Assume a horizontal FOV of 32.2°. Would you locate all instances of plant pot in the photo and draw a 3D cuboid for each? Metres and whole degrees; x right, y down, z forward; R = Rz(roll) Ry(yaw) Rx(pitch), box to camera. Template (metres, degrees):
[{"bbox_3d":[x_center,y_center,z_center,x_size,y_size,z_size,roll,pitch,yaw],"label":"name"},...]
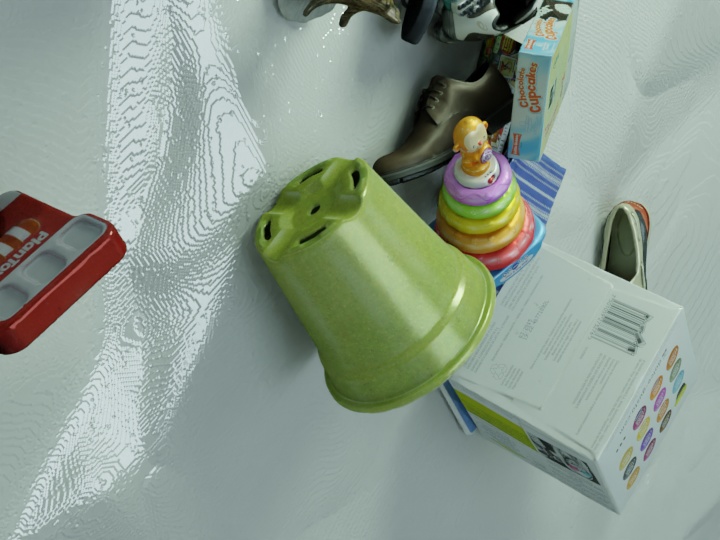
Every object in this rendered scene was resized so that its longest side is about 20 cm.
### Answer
[{"bbox_3d":[0.000,0.000,1.194,0.201,0.199,0.185,-52,123,-20],"label":"plant pot"}]

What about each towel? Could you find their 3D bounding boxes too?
[{"bbox_3d":[0.180,-0.043,1.451,0.144,0.024,0.202,22,87,-56],"label":"towel"}]

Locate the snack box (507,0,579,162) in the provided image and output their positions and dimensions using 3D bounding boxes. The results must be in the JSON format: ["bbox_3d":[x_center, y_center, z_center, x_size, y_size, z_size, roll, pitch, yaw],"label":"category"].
[{"bbox_3d":[0.193,-0.211,1.297,0.201,0.037,0.117,-62,158,-53],"label":"snack box"}]

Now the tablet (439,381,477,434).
[{"bbox_3d":[0.130,0.091,1.480,0.130,0.014,0.201,-51,134,-22],"label":"tablet"}]

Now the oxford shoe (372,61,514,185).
[{"bbox_3d":[0.078,-0.154,1.306,0.199,0.072,0.085,-38,104,-28],"label":"oxford shoe"}]

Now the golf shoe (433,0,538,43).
[{"bbox_3d":[0.164,-0.292,1.318,0.200,0.094,0.078,-42,130,-31],"label":"golf shoe"}]

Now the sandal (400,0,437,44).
[{"bbox_3d":[0.058,-0.324,1.220,0.042,0.076,0.203,7,100,-10],"label":"sandal"}]

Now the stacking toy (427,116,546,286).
[{"bbox_3d":[0.120,-0.084,1.267,0.116,0.110,0.201,-37,147,-16],"label":"stacking toy"}]

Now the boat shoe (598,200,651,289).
[{"bbox_3d":[0.344,0.010,1.636,0.062,0.070,0.203,-11,107,-61],"label":"boat shoe"}]

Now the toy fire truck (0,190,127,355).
[{"bbox_3d":[-0.282,0.018,0.888,0.200,0.167,0.113,-45,132,-26],"label":"toy fire truck"}]

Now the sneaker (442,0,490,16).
[{"bbox_3d":[0.115,-0.337,1.243,0.078,0.079,0.202,82,26,-61],"label":"sneaker"}]

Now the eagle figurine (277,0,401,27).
[{"bbox_3d":[0.002,-0.324,1.129,0.152,0.149,0.203,110,-20,-68],"label":"eagle figurine"}]

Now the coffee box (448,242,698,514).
[{"bbox_3d":[0.251,0.124,1.444,0.201,0.199,0.198,-56,149,-14],"label":"coffee box"}]

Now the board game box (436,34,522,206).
[{"bbox_3d":[0.150,-0.158,1.405,0.104,0.023,0.203,10,96,-51],"label":"board game box"}]
